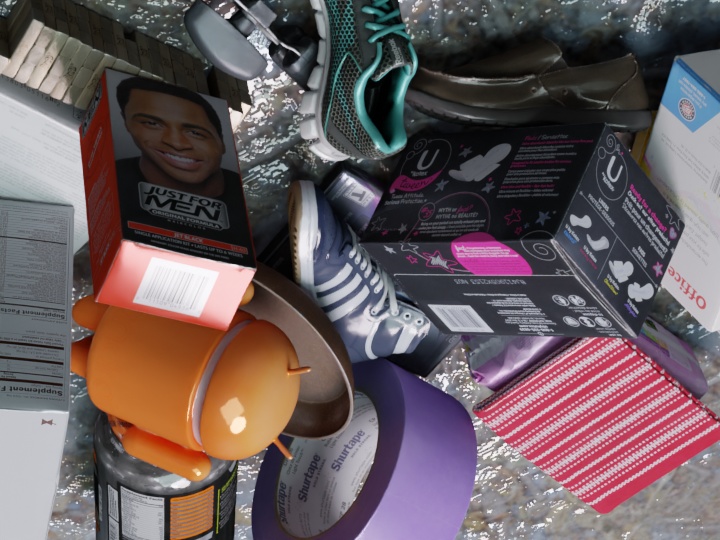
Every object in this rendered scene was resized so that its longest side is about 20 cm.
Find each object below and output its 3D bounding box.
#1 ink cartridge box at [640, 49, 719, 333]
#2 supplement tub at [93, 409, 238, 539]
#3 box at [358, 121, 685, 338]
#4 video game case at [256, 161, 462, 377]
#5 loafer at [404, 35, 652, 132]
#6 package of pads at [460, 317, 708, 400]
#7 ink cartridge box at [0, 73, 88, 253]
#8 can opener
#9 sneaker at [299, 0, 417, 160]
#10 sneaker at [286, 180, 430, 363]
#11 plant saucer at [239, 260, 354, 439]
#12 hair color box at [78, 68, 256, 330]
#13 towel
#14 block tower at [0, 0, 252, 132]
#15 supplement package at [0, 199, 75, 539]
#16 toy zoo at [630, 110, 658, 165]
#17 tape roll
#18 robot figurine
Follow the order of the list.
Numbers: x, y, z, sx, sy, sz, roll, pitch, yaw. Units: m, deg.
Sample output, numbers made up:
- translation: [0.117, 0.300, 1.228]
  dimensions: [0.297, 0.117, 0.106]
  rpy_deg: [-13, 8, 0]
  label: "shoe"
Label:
- translation: [0.301, -0.058, 1.697]
  dimensions: [0.125, 0.129, 0.201]
  rpy_deg: [-13, 135, -30]
  label: "ink cartridge box"
- translation: [-0.164, 0.173, 1.828]
  dimensions: [0.122, 0.123, 0.201]
  rpy_deg: [-3, 135, -10]
  label: "supplement tub"
- translation: [0.125, -0.029, 1.678]
  dimensions: [0.199, 0.115, 0.132]
  rpy_deg: [0, 144, 45]
  label: "box"
- translation: [0.020, 0.003, 1.807]
  dimensions: [0.199, 0.019, 0.143]
  rpy_deg: [27, 119, -29]
  label: "video game case"
- translation: [0.129, -0.146, 1.685]
  dimensions: [0.199, 0.073, 0.071]
  rpy_deg: [3, 92, -11]
  label: "loafer"
- translation: [0.191, 0.079, 1.861]
  dimensions: [0.120, 0.076, 0.200]
  rpy_deg: [-41, 130, 21]
  label: "package of pads"
- translation: [-0.276, -0.070, 1.677]
  dimensions: [0.160, 0.047, 0.200]
  rpy_deg: [26, 132, -29]
  label: "ink cartridge box"
- translation: [-0.056, -0.148, 1.637]
  dimensions: [0.067, 0.053, 0.200]
  rpy_deg: [-46, 126, 1]
  label: "can opener"
- translation: [0.010, -0.172, 1.581]
  dimensions: [0.077, 0.091, 0.201]
  rpy_deg: [-11, 110, -34]
  label: "sneaker"
- translation: [0.000, 0.000, 1.741]
  dimensions: [0.108, 0.070, 0.201]
  rpy_deg: [-6, 137, -1]
  label: "sneaker"
- translation: [-0.082, 0.054, 1.753]
  dimensions: [0.199, 0.035, 0.201]
  rpy_deg: [26, 146, 19]
  label: "plant saucer"
- translation: [-0.139, -0.053, 1.536]
  dimensions: [0.101, 0.201, 0.061]
  rpy_deg: [13, 125, -22]
  label: "hair color box"
- translation: [0.206, 0.126, 1.841]
  dimensions: [0.144, 0.023, 0.200]
  rpy_deg: [-36, 130, 19]
  label: "towel"
- translation: [-0.178, -0.146, 1.618]
  dimensions: [0.199, 0.054, 0.058]
  rpy_deg: [21, 121, -27]
  label: "block tower"
- translation: [-0.301, 0.080, 1.657]
  dimensions: [0.146, 0.201, 0.192]
  rpy_deg: [5, 138, -12]
  label: "supplement package"
- translation: [0.298, -0.081, 1.794]
  dimensions: [0.199, 0.021, 0.132]
  rpy_deg: [-6, 130, -7]
  label: "toy zoo"
- translation: [0.001, 0.178, 1.827]
  dimensions: [0.085, 0.201, 0.200]
  rpy_deg: [30, 118, -30]
  label: "tape roll"
- translation: [-0.132, 0.078, 1.688]
  dimensions: [0.199, 0.144, 0.117]
  rpy_deg: [20, 159, 20]
  label: "robot figurine"
